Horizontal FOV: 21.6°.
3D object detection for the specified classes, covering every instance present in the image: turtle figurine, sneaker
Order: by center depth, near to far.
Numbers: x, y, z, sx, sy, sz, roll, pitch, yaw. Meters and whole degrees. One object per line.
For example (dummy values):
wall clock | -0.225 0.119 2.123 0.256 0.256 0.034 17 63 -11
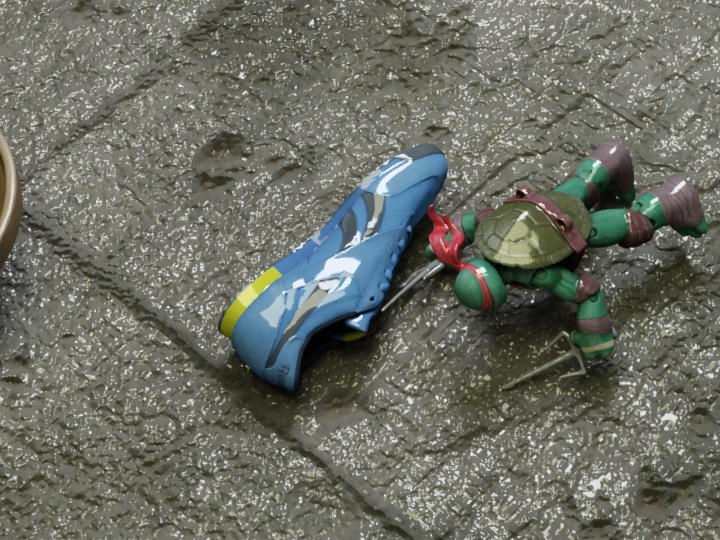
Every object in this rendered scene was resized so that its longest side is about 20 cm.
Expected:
turtle figurine | 0.120 -0.009 1.223 0.200 0.101 0.150 -32 62 -23
sneaker | 0.000 0.000 1.249 0.078 0.066 0.200 40 70 20

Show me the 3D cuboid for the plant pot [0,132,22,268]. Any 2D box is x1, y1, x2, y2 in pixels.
plant pot | -0.321 -0.020 1.275 0.200 0.093 0.201 -3 56 5
